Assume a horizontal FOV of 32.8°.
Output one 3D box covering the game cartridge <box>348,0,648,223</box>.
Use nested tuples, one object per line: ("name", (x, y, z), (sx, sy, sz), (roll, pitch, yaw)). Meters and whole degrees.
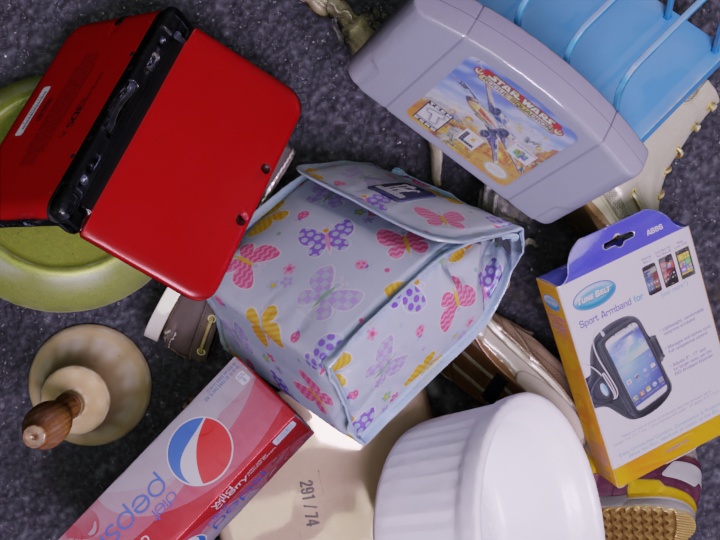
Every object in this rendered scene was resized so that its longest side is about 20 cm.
("game cartridge", (0.097, -0.115, 0.863), (0.200, 0.133, 0.042), (35, 68, -11))

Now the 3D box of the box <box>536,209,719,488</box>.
("box", (0.214, 0.053, 0.944), (0.119, 0.041, 0.200), (-24, 106, -13))

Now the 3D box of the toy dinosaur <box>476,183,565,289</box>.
("toy dinosaur", (0.124, -0.066, 0.993), (0.088, 0.047, 0.201), (-21, 114, -30))

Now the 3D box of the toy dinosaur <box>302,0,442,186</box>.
("toy dinosaur", (0.022, -0.158, 0.967), (0.047, 0.088, 0.200), (-35, 94, -9))

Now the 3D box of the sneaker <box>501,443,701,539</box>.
("sneaker", (0.182, 0.173, 1.023), (0.199, 0.090, 0.075), (4, 137, 17))

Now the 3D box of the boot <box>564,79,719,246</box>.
("boot", (0.237, -0.079, 0.991), (0.155, 0.072, 0.200), (-47, 114, -12))

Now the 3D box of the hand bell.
("hand bell", (-0.224, 0.106, 0.935), (0.104, 0.200, 0.104), (0, 96, -2))

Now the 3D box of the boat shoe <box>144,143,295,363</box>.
("boat shoe", (-0.103, -0.018, 0.991), (0.059, 0.072, 0.200), (31, 99, -4))

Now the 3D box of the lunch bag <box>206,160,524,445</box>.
("lunch bag", (0.000, 0.000, 0.924), (0.200, 0.169, 0.127), (-40, 138, -22))

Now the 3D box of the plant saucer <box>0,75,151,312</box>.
("plant saucer", (-0.234, -0.068, 0.966), (0.199, 0.031, 0.201), (3, 75, -10))

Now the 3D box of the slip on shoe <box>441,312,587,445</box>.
("slip on shoe", (0.115, 0.068, 1.006), (0.200, 0.076, 0.061), (43, 50, 13))

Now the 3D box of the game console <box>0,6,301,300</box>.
("game console", (-0.170, -0.086, 0.927), (0.119, 0.172, 0.200), (51, 51, -41))

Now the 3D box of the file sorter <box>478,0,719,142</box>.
("file sorter", (0.157, -0.200, 0.904), (0.200, 0.123, 0.139), (41, 77, 20))

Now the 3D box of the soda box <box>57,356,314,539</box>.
("soda box", (-0.130, 0.161, 0.885), (0.070, 0.063, 0.200), (41, 83, 21))

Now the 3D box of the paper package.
("paper package", (-0.025, 0.175, 0.996), (0.190, 0.103, 0.201), (-14, 95, 0))

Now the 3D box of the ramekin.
("ramekin", (0.095, 0.194, 0.896), (0.098, 0.200, 0.201), (-12, 97, 33))
